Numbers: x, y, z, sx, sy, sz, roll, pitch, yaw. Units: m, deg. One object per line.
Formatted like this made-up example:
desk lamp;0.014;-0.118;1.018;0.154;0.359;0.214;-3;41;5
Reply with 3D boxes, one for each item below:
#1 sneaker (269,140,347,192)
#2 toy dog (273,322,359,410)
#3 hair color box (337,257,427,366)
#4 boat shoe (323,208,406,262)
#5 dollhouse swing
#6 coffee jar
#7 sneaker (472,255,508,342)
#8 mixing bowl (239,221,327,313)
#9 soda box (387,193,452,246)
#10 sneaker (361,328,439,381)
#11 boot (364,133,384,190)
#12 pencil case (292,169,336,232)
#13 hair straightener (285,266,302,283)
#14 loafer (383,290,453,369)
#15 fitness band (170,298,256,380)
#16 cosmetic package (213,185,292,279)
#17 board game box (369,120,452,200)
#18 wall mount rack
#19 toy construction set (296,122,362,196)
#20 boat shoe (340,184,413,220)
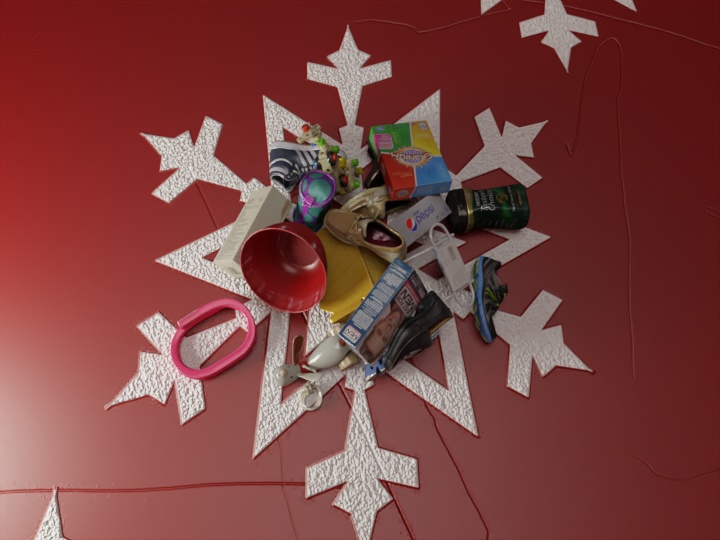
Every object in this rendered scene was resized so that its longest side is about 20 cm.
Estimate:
sneaker;-0.132;-0.250;1.434;0.192;0.071;0.112;6;68;0
toy dog;-0.088;0.187;1.251;0.131;0.097;0.200;41;71;12
hair color box;0.050;0.088;1.213;0.060;0.100;0.202;31;78;38
boat shoe;0.012;-0.087;1.241;0.194;0.067;0.076;23;69;8
dollhouse swing;0.000;0.000;1.350;0.179;0.174;0.205;-31;69;21
coffee jar;0.305;-0.149;1.418;0.192;0.086;0.108;-5;68;-6
sneaker;0.301;0.062;1.343;0.079;0.071;0.207;4;66;2
mixing bowl;-0.147;-0.026;1.251;0.194;0.205;0.109;21;37;5
soda box;0.123;-0.108;1.351;0.199;0.063;0.069;-38;91;-36
sneaker;0.073;0.144;1.289;0.195;0.081;0.117;-28;75;-12
boot;0.040;-0.282;1.466;0.095;0.076;0.202;27;59;17
pencil case;-0.109;-0.153;1.327;0.092;0.200;0.085;-42;86;-17
hair straightener;-0.149;0.008;1.350;0.194;0.041;0.079;20;59;-2
loafer;0.121;0.133;1.219;0.071;0.073;0.201;36;66;14
fitness band;-0.323;0.150;1.283;0.196;0.038;0.146;-31;76;-14
cosmetic package;-0.244;-0.086;1.336;0.071;0.103;0.205;39;66;-31
board game box;0.117;-0.266;1.393;0.147;0.041;0.205;-9;58;-13
wall mount rack;0.171;0.007;1.318;0.171;0.074;0.205;-27;94;-36
toy construction set;-0.065;-0.255;1.355;0.090;0.200;0.134;-24;38;30
boat shoe;0.040;-0.155;1.400;0.195;0.075;0.068;-26;68;-14
